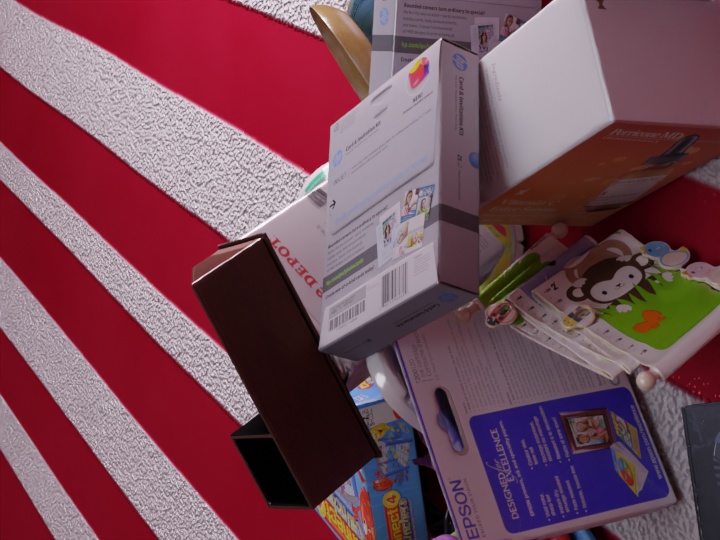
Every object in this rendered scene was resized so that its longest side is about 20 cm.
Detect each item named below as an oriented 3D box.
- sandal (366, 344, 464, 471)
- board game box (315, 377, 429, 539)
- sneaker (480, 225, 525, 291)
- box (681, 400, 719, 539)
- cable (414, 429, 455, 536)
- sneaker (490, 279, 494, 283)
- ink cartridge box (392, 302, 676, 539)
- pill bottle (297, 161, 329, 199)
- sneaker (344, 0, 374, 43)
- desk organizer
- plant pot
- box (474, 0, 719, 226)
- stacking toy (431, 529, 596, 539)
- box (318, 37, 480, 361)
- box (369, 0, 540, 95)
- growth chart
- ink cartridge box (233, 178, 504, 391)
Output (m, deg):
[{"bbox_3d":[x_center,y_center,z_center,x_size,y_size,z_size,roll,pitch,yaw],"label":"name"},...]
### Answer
[{"bbox_3d":[0.058,0.133,1.045,0.050,0.203,0.083,-32,31,15],"label":"sandal"},{"bbox_3d":[-0.003,0.181,1.275,0.200,0.055,0.198,-146,45,-64],"label":"board game box"},{"bbox_3d":[0.088,-0.065,1.176,0.078,0.090,0.202,-18,79,55],"label":"sneaker"},{"bbox_3d":[0.310,0.160,0.865,0.199,0.043,0.162,-17,77,58],"label":"box"},{"bbox_3d":[0.081,0.166,1.249,0.163,0.050,0.202,-24,70,50],"label":"cable"},{"bbox_3d":[0.136,0.094,1.093,0.078,0.099,0.202,-40,59,47],"label":"sneaker"},{"bbox_3d":[0.125,0.111,1.015,0.043,0.198,0.200,-53,49,54],"label":"ink cartridge box"},{"bbox_3d":[0.018,-0.015,1.259,0.201,0.112,0.114,60,139,47],"label":"pill bottle"},{"bbox_3d":[0.050,-0.259,1.247,0.091,0.078,0.200,64,148,16],"label":"sneaker"},{"bbox_3d":[-0.072,0.081,1.001,0.071,0.077,0.201,-12,109,53],"label":"desk organizer"},{"bbox_3d":[0.016,-0.175,1.250,0.201,0.027,0.200,57,180,0],"label":"plant pot"},{"bbox_3d":[0.171,-0.116,0.980,0.200,0.151,0.107,-33,62,55],"label":"box"},{"bbox_3d":[0.093,0.255,1.077,0.110,0.198,0.117,52,135,43],"label":"stacking toy"},{"bbox_3d":[0.028,-0.050,0.978,0.156,0.041,0.202,-32,49,49],"label":"box"},{"bbox_3d":[0.085,-0.233,1.098,0.041,0.155,0.202,17,106,55],"label":"box"},{"bbox_3d":[0.185,0.020,0.971,0.199,0.145,0.018,22,146,44],"label":"growth chart"},{"bbox_3d":[0.000,0.000,1.093,0.146,0.199,0.085,47,145,11],"label":"ink cartridge box"}]
